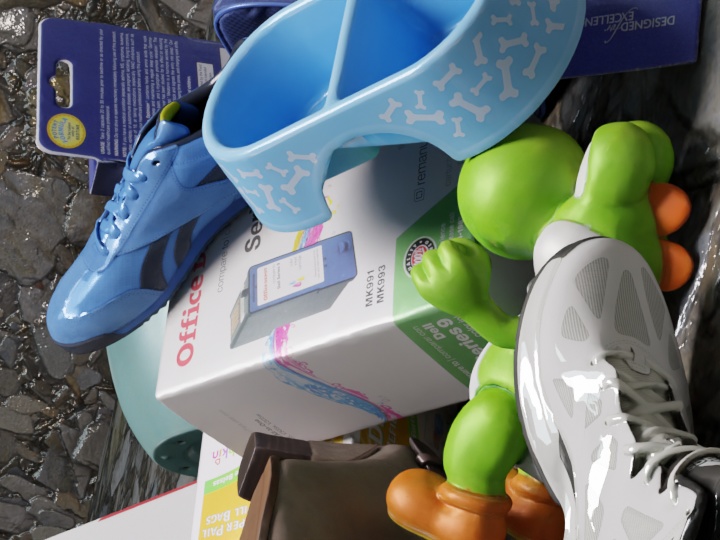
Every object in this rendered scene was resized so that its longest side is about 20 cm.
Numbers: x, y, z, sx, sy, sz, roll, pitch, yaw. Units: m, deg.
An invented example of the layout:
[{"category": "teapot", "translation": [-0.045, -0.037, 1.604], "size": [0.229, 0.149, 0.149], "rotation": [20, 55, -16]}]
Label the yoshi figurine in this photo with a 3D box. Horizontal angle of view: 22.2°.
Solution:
[{"category": "yoshi figurine", "translation": [0.071, 0.020, 0.807], "size": [0.112, 0.112, 0.200], "rotation": [-95, 23, -74]}]

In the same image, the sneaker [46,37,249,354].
[{"category": "sneaker", "translation": [-0.105, -0.042, 0.953], "size": [0.200, 0.078, 0.066], "rotation": [-43, 42, 11]}]

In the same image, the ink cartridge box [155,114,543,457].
[{"category": "ink cartridge box", "translation": [0.000, 0.000, 0.949], "size": [0.200, 0.087, 0.145], "rotation": [-19, 49, 33]}]

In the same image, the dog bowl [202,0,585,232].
[{"category": "dog bowl", "translation": [0.007, -0.092, 0.830], "size": [0.200, 0.050, 0.112], "rotation": [-22, 43, 36]}]

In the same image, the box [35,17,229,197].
[{"category": "box", "translation": [-0.091, -0.087, 1.069], "size": [0.121, 0.200, 0.032], "rotation": [-98, 22, -43]}]

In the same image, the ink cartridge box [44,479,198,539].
[{"category": "ink cartridge box", "translation": [-0.108, 0.240, 1.100], "size": [0.084, 0.144, 0.200], "rotation": [-98, -17, -56]}]

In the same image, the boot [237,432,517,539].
[{"category": "boot", "translation": [0.015, 0.133, 0.842], "size": [0.200, 0.146, 0.070], "rotation": [-92, 22, -67]}]

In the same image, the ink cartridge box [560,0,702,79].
[{"category": "ink cartridge box", "translation": [0.075, -0.188, 0.876], "size": [0.197, 0.047, 0.200], "rotation": [-3, 67, 35]}]

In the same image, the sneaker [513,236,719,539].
[{"category": "sneaker", "translation": [0.117, 0.067, 0.665], "size": [0.115, 0.076, 0.201], "rotation": [138, 135, -56]}]

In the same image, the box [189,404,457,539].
[{"category": "box", "translation": [-0.016, 0.088, 1.041], "size": [0.112, 0.101, 0.200], "rotation": [-18, 50, 30]}]

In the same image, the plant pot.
[{"category": "plant pot", "translation": [-0.091, 0.058, 1.326], "size": [0.201, 0.200, 0.161], "rotation": [125, 145, -61]}]

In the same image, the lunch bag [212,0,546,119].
[{"category": "lunch bag", "translation": [0.013, -0.168, 1.018], "size": [0.136, 0.200, 0.133], "rotation": [66, -148, -65]}]
